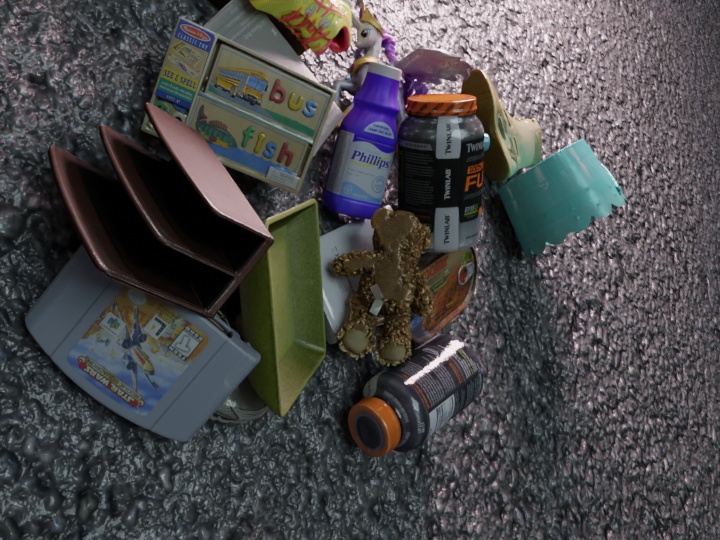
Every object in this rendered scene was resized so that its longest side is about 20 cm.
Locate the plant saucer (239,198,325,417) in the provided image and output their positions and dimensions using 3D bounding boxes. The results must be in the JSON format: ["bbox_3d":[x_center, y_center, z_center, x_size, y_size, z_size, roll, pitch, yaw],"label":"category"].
[{"bbox_3d":[-0.088,0.031,0.746,0.200,0.047,0.205,-49,137,-74],"label":"plant saucer"}]

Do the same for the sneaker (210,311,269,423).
[{"bbox_3d":[-0.166,0.089,0.704,0.201,0.081,0.078,49,49,-21],"label":"sneaker"}]

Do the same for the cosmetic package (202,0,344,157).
[{"bbox_3d":[-0.124,-0.231,0.848,0.200,0.089,0.108,45,48,-19],"label":"cosmetic package"}]

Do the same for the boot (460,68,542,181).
[{"bbox_3d":[0.268,-0.278,1.236,0.154,0.072,0.204,-23,94,-44],"label":"boot"}]

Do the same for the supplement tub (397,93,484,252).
[{"bbox_3d":[0.111,-0.138,0.928,0.121,0.121,0.204,-24,120,-44],"label":"supplement tub"}]

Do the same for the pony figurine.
[{"bbox_3d":[0.044,-0.275,0.990,0.190,0.166,0.205,17,81,-25],"label":"pony figurine"}]

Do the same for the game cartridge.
[{"bbox_3d":[-0.212,0.071,0.641,0.199,0.042,0.134,41,93,-15],"label":"game cartridge"}]

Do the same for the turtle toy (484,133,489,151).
[{"bbox_3d":[0.141,-0.202,1.073,0.147,0.100,0.201,52,48,-17],"label":"turtle toy"}]

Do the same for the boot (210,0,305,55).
[{"bbox_3d":[-0.135,-0.411,0.907,0.199,0.071,0.157,35,55,-36],"label":"boot"}]

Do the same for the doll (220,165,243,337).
[{"bbox_3d":[-0.150,-0.018,0.778,0.135,0.048,0.204,-18,89,-47],"label":"doll"}]

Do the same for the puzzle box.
[{"bbox_3d":[-0.139,-0.188,0.775,0.197,0.025,0.136,20,96,-18],"label":"puzzle box"}]

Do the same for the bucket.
[{"bbox_3d":[0.353,-0.128,1.183,0.205,0.206,0.137,-25,85,-44],"label":"bucket"}]

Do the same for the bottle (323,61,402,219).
[{"bbox_3d":[0.009,-0.175,0.903,0.082,0.065,0.204,9,104,-31],"label":"bottle"}]

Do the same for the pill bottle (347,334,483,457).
[{"bbox_3d":[0.072,0.169,0.884,0.198,0.105,0.108,-24,92,-44],"label":"pill bottle"}]

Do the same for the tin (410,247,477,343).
[{"bbox_3d":[0.111,0.027,0.987,0.199,0.041,0.114,-32,128,-44],"label":"tin"}]

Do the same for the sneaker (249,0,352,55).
[{"bbox_3d":[-0.066,-0.329,0.858,0.199,0.077,0.092,-16,98,-54],"label":"sneaker"}]

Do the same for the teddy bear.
[{"bbox_3d":[0.032,0.023,0.873,0.141,0.067,0.205,-4,80,-5],"label":"teddy bear"}]

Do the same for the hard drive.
[{"bbox_3d":[0.000,0.000,0.928,0.199,0.025,0.134,-28,96,-44],"label":"hard drive"}]

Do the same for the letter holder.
[{"bbox_3d":[-0.196,-0.074,0.627,0.141,0.101,0.201,30,17,-51],"label":"letter holder"}]
